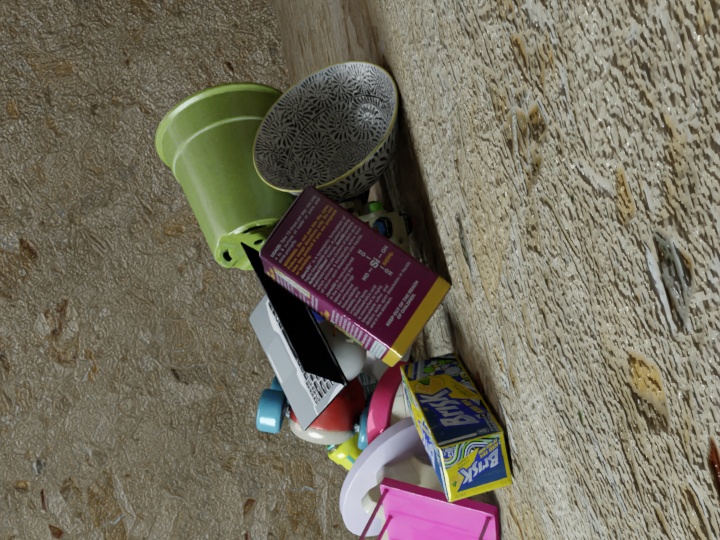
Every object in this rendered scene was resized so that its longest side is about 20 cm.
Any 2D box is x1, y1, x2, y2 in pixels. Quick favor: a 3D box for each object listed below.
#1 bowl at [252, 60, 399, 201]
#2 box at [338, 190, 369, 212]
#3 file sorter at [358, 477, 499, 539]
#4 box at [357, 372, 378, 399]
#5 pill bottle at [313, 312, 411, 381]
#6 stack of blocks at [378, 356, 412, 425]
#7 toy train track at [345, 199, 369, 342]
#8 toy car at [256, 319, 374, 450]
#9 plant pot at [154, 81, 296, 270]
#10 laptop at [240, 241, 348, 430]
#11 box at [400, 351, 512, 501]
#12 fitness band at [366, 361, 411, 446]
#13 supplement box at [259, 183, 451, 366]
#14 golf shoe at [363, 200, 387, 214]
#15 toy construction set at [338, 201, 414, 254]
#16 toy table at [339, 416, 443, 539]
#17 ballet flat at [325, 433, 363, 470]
[{"bbox_3d":[-0.025,-0.152,1.137,0.094,0.199,0.202,51,-163,-46],"label":"bowl"},{"bbox_3d":[-0.034,-0.100,1.335,0.198,0.049,0.202,44,-126,-72],"label":"box"},{"bbox_3d":[0.076,0.364,1.045,0.126,0.138,0.202,-54,-35,-45],"label":"file sorter"},{"bbox_3d":[0.019,0.259,1.557,0.194,0.047,0.201,83,172,-56],"label":"box"},{"bbox_3d":[-0.019,0.096,1.477,0.199,0.119,0.121,26,140,36],"label":"pill bottle"},{"bbox_3d":[0.074,0.249,1.514,0.115,0.058,0.202,-112,12,-64],"label":"stack of blocks"},{"bbox_3d":[0.000,0.000,1.285,0.115,0.032,0.202,92,-179,-75],"label":"toy train track"},{"bbox_3d":[-0.039,0.139,1.343,0.177,0.182,0.202,-53,-27,-81],"label":"toy car"},{"bbox_3d":[-0.157,-0.110,1.217,0.201,0.198,0.192,88,165,-64],"label":"plant pot"},{"bbox_3d":[-0.110,0.091,1.187,0.200,0.115,0.188,-51,59,41],"label":"laptop"},{"bbox_3d":[0.097,0.159,0.973,0.200,0.069,0.065,-116,12,-71],"label":"box"},{"bbox_3d":[0.060,0.224,1.289,0.144,0.037,0.202,-48,-43,-46],"label":"fitness band"},{"bbox_3d":[-0.009,0.010,1.063,0.199,0.104,0.131,35,170,3],"label":"supplement box"},{"bbox_3d":[0.019,-0.003,1.350,0.073,0.091,0.202,90,169,-80],"label":"golf shoe"},{"bbox_3d":[0.017,-0.010,1.192,0.131,0.092,0.202,-16,101,55],"label":"toy construction set"},{"bbox_3d":[0.063,0.298,1.193,0.201,0.182,0.117,-65,26,19],"label":"toy table"},{"bbox_3d":[-0.020,0.272,1.454,0.067,0.067,0.200,43,-178,-5],"label":"ballet flat"}]
